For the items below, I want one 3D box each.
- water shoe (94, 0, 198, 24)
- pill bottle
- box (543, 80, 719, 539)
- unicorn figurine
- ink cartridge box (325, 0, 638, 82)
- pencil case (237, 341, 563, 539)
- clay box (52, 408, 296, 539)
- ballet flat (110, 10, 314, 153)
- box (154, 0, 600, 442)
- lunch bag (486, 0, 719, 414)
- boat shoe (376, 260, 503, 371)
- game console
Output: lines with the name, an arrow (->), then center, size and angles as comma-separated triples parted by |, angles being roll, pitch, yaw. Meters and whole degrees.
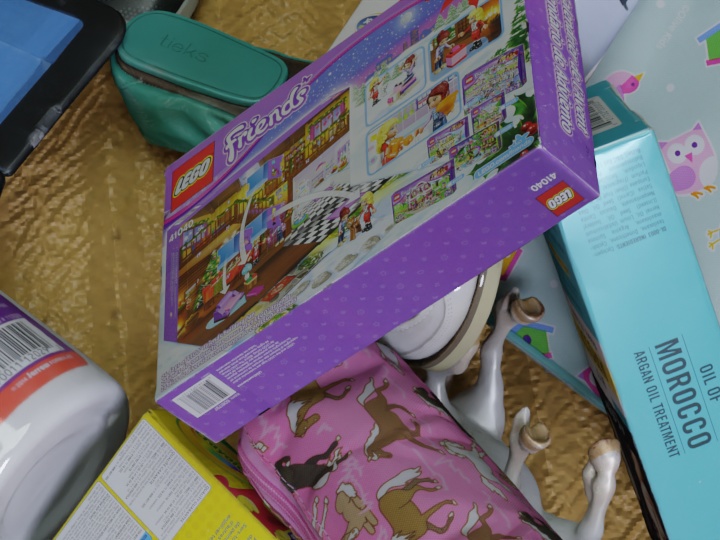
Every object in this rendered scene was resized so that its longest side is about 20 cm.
water shoe -> -0.107, -0.201, 1.249 | 0.071, 0.079, 0.201 | 8, 62, 5
pill bottle -> -0.209, 0.040, 1.102 | 0.200, 0.112, 0.111 | 36, 68, 18
box -> 0.118, 0.029, 1.021 | 0.049, 0.200, 0.082 | -21, 19, 0
unicorn figurine -> 0.054, 0.102, 1.073 | 0.074, 0.138, 0.200 | 12, 39, -14
ink cartridge box -> 0.055, -0.111, 1.094 | 0.119, 0.042, 0.200 | 14, 62, 44
pencil case -> 0.025, 0.109, 0.976 | 0.083, 0.086, 0.200 | -51, 45, 11
clay box -> -0.046, 0.165, 1.035 | 0.200, 0.048, 0.115 | 43, 105, 23
ballet flat -> -0.028, -0.064, 1.175 | 0.200, 0.070, 0.067 | 22, 57, 25
box -> 0.002, -0.035, 0.994 | 0.200, 0.039, 0.137 | -33, 38, 28
lunch bag -> 0.143, -0.029, 1.119 | 0.160, 0.077, 0.200 | 37, 100, 15
boat shoe -> 0.000, 0.000, 1.075 | 0.068, 0.200, 0.075 | 14, 83, -18
game console -> -0.244, -0.106, 1.156 | 0.200, 0.176, 0.117 | 20, 94, 29
